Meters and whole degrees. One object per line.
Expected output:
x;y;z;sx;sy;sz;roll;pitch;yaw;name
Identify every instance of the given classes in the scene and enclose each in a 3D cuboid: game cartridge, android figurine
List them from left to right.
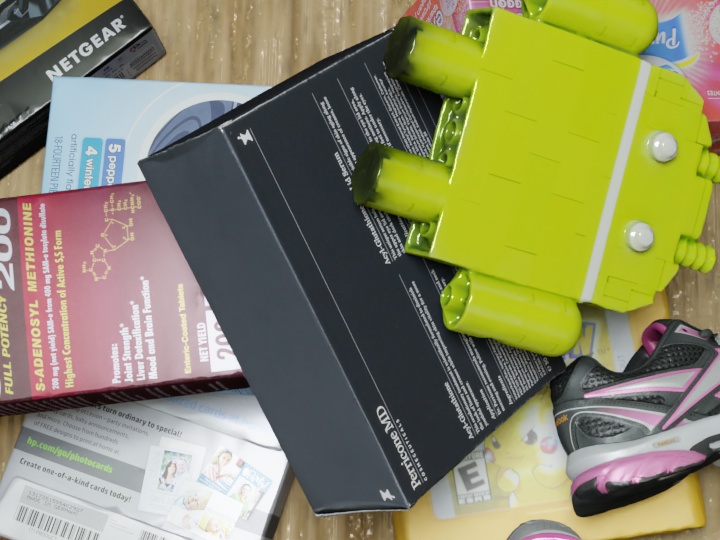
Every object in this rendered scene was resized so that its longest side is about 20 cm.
0.094;0.060;0.890;0.175;0.032;0.202;-9;80;2;game cartridge
0.097;-0.051;0.757;0.199;0.041;0.183;17;88;-22;android figurine

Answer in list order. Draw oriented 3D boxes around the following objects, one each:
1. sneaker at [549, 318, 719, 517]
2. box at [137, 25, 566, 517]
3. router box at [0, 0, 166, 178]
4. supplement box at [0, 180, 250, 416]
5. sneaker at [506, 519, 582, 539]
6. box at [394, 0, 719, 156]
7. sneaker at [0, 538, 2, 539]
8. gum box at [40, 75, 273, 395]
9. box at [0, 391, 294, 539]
0.191;0.062;0.837;0.199;0.080;0.087;-11;69;-26;sneaker
0.000;0.000;0.777;0.141;0.079;0.201;-35;103;-42;box
-0.244;-0.139;0.940;0.200;0.052;0.158;-38;79;-5;router box
-0.150;0.016;0.812;0.198;0.061;0.110;-7;80;2;supplement box
0.103;0.223;0.831;0.081;0.088;0.202;6;103;6;sneaker
0.130;-0.110;0.853;0.198;0.103;0.095;-2;77;-22;box
-0.224;0.226;0.813;0.087;0.074;0.200;35;44;6;sneaker
-0.080;-0.018;0.870;0.198;0.045;0.171;4;78;3;gum box
-0.107;0.079;0.894;0.155;0.041;0.201;17;81;7;box
